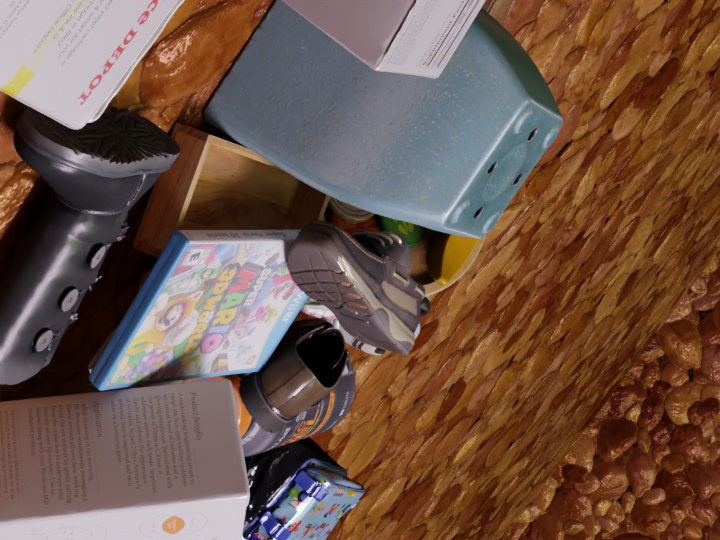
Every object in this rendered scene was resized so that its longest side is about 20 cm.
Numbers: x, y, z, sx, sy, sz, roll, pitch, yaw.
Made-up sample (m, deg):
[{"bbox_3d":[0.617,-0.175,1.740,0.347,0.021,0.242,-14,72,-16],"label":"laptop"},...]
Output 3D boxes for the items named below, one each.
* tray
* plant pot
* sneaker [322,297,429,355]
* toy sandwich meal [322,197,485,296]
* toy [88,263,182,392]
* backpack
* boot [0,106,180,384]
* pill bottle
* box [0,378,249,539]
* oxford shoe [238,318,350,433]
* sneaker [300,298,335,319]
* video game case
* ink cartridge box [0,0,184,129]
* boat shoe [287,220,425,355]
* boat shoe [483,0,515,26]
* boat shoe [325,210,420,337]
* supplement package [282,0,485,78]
[{"bbox_3d":[-0.096,-0.046,1.320,0.200,0.037,0.099,16,95,-61],"label":"tray"},{"bbox_3d":[0.039,-0.129,1.302,0.196,0.200,0.196,-54,161,9],"label":"plant pot"},{"bbox_3d":[0.049,0.007,1.743,0.200,0.087,0.076,-48,159,-16],"label":"sneaker"},{"bbox_3d":[0.049,-0.076,1.459,0.205,0.206,0.070,-42,-167,-26],"label":"toy sandwich meal"},{"bbox_3d":[-0.154,0.028,1.355,0.200,0.047,0.115,-56,151,-25],"label":"toy"},{"bbox_3d":[-0.115,0.256,1.742,0.200,0.134,0.183,-49,160,-1],"label":"backpack"},{"bbox_3d":[-0.220,-0.013,1.133,0.200,0.066,0.165,-53,160,16],"label":"boot"},{"bbox_3d":[-0.093,0.116,1.579,0.107,0.106,0.200,-59,159,19],"label":"pill bottle"},{"bbox_3d":[-0.194,0.176,1.303,0.199,0.107,0.153,-5,145,-12],"label":"box"},{"bbox_3d":[-0.040,0.080,1.488,0.084,0.073,0.200,-36,-172,16],"label":"oxford shoe"},{"bbox_3d":[-0.014,-0.017,1.606,0.200,0.080,0.087,-23,123,-52],"label":"sneaker"},{"bbox_3d":[-0.109,0.028,1.309,0.200,0.018,0.143,-3,131,-56],"label":"video game case"},{"bbox_3d":[-0.177,-0.175,0.897,0.145,0.083,0.200,-52,161,2],"label":"ink cartridge box"},{"bbox_3d":[0.000,0.000,1.353,0.074,0.074,0.200,-66,155,-16],"label":"boat shoe"},{"bbox_3d":[0.099,-0.183,1.534,0.201,0.074,0.076,-59,160,20],"label":"boat shoe"},{"bbox_3d":[0.001,-0.014,1.520,0.200,0.071,0.070,47,64,-32],"label":"boat shoe"},{"bbox_3d":[0.025,-0.255,1.108,0.201,0.156,0.111,-58,161,17],"label":"supplement package"}]
